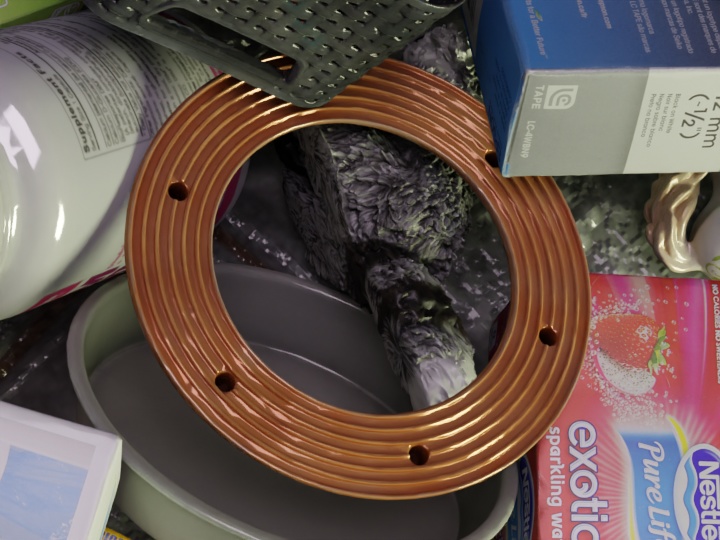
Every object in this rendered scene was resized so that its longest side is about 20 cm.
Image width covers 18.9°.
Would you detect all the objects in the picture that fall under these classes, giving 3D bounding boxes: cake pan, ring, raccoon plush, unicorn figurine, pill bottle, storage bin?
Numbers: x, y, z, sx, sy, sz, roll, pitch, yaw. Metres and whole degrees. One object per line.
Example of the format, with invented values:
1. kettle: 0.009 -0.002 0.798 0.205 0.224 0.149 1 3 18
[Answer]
1. cake pan: -0.032 0.068 0.910 0.200 0.037 0.200 17 29 -10
2. ring: 0.000 0.000 0.885 0.200 0.019 0.201 8 64 -17
3. raccoon plush: 0.048 -0.027 0.974 0.134 0.097 0.201 -17 72 -18
4. unicorn figurine: 0.227 -0.010 1.016 0.199 0.074 0.138 13 82 10
5. pill bottle: -0.141 -0.043 0.891 0.113 0.113 0.200 52 31 8
6. storage bin: -0.032 -0.186 0.880 0.135 0.094 0.201 22 56 -30

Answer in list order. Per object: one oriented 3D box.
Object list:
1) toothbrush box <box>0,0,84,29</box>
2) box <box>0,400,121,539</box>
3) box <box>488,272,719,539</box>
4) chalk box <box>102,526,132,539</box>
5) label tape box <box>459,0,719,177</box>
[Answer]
1. toothbrush box: -0.240 -0.127 0.926 0.200 0.086 0.146 -28 79 -42
2. box: -0.165 0.146 0.764 0.112 0.101 0.201 16 74 -3
3. box: 0.114 0.107 0.946 0.099 0.096 0.201 3 74 -8
4. chalk box: -0.135 0.206 0.867 0.124 0.124 0.201 25 72 0
5. label tape box: 0.148 -0.111 0.939 0.199 0.066 0.144 0 46 -11
